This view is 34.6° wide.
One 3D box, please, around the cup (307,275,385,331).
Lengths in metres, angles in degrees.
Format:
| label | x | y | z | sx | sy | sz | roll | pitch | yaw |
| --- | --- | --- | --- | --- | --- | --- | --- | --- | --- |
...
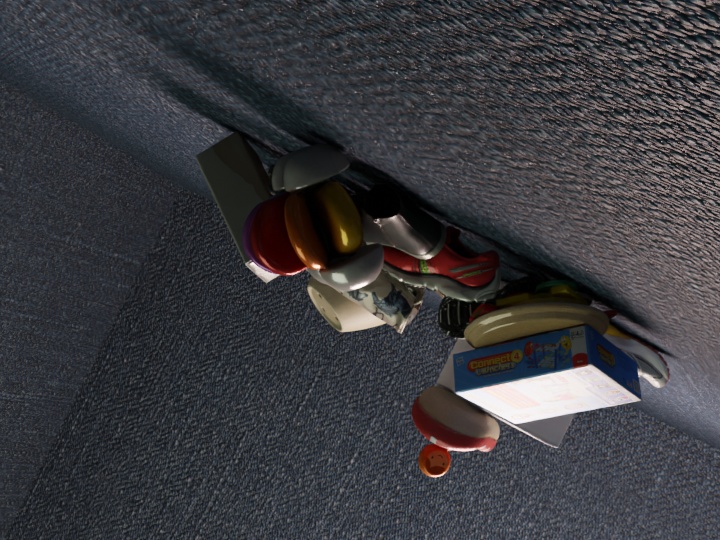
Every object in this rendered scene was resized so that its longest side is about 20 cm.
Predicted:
| label | x | y | z | sx | sy | sz | roll | pitch | yaw |
| --- | --- | --- | --- | --- | --- | --- | --- | --- | --- |
| cup | -0.008 | 0.025 | 2.024 | 0.200 | 0.143 | 0.201 | 47 | 165 | 17 |

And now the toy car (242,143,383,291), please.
| label | x | y | z | sx | sy | sz | roll | pitch | yaw |
| --- | --- | --- | --- | --- | --- | --- | --- | --- | --- |
| toy car | -0.071 | -0.052 | 1.414 | 0.176 | 0.149 | 0.200 | 67 | 169 | -9 |

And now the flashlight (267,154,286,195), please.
| label | x | y | z | sx | sy | sz | roll | pitch | yaw |
| --- | --- | --- | --- | --- | --- | --- | --- | --- | --- |
| flashlight | -0.061 | -0.112 | 1.711 | 0.067 | 0.068 | 0.200 | 20 | 179 | 29 |

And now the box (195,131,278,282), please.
| label | x | y | z | sx | sy | sz | roll | pitch | yaw |
| --- | --- | --- | --- | --- | --- | --- | --- | --- | --- |
| box | -0.161 | -0.093 | 1.710 | 0.201 | 0.077 | 0.095 | 62 | -175 | 22 |

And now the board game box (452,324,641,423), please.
| label | x | y | z | sx | sy | sz | roll | pitch | yaw |
| --- | --- | --- | --- | --- | --- | --- | --- | --- | --- |
| board game box | 0.255 | 0.145 | 1.571 | 0.194 | 0.056 | 0.200 | -15 | 154 | 27 |

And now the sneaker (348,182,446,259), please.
| label | x | y | z | sx | sy | sz | roll | pitch | yaw |
| --- | --- | --- | --- | --- | --- | --- | --- | --- | --- |
| sneaker | 0.015 | -0.083 | 1.507 | 0.199 | 0.075 | 0.106 | 16 | 163 | 44 |

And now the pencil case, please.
| label | x | y | z | sx | sy | sz | roll | pitch | yaw |
| --- | --- | --- | --- | --- | --- | --- | --- | --- | --- |
| pencil case | 0.000 | 0.000 | 1.618 | 0.199 | 0.078 | 0.090 | 35 | 138 | 1 |

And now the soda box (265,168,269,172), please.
| label | x | y | z | sx | sy | sz | roll | pitch | yaw |
| --- | --- | --- | --- | --- | --- | --- | --- | --- | --- |
| soda box | -0.124 | -0.126 | 1.916 | 0.063 | 0.069 | 0.200 | 27 | 177 | -16 |

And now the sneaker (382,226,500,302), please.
| label | x | y | z | sx | sy | sz | roll | pitch | yaw |
| --- | --- | --- | --- | --- | --- | --- | --- | --- | --- |
| sneaker | 0.104 | -0.019 | 1.533 | 0.199 | 0.086 | 0.077 | 17 | -168 | 35 |

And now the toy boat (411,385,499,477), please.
| label | x | y | z | sx | sy | sz | roll | pitch | yaw |
| --- | --- | --- | --- | --- | --- | --- | --- | --- | --- |
| toy boat | 0.136 | 0.265 | 1.825 | 0.130 | 0.132 | 0.200 | 28 | 176 | 18 |

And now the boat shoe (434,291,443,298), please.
| label | x | y | z | sx | sy | sz | roll | pitch | yaw |
| --- | --- | --- | --- | --- | --- | --- | --- | --- | --- |
| boat shoe | 0.092 | -0.003 | 2.061 | 0.201 | 0.075 | 0.075 | 27 | 177 | 17 |

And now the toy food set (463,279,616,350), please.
| label | x | y | z | sx | sy | sz | roll | pitch | yaw |
| --- | --- | --- | --- | --- | --- | --- | --- | --- | --- |
| toy food set | 0.236 | 0.073 | 1.533 | 0.196 | 0.049 | 0.200 | -14 | 154 | 26 |

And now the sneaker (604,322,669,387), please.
| label | x | y | z | sx | sy | sz | roll | pitch | yaw |
| --- | --- | --- | --- | --- | --- | --- | --- | --- | --- |
| sneaker | 0.371 | 0.128 | 1.719 | 0.199 | 0.083 | 0.078 | 27 | 177 | -17 |

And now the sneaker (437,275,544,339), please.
| label | x | y | z | sx | sy | sz | roll | pitch | yaw |
| --- | --- | --- | --- | --- | --- | --- | --- | --- | --- |
| sneaker | 0.197 | 0.060 | 1.660 | 0.199 | 0.075 | 0.079 | -12 | 163 | 37 |

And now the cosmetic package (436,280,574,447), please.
| label | x | y | z | sx | sy | sz | roll | pitch | yaw |
| --- | --- | --- | --- | --- | --- | --- | --- | --- | --- |
| cosmetic package | 0.259 | 0.143 | 1.844 | 0.164 | 0.201 | 0.165 | 28 | 178 | -24 |
